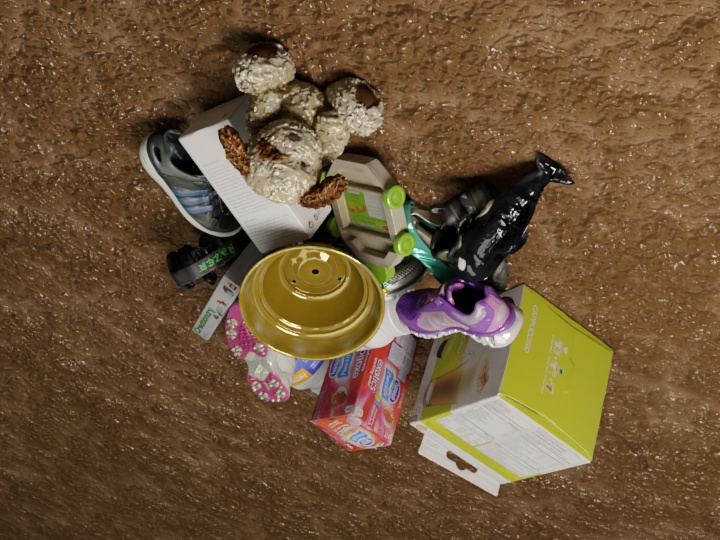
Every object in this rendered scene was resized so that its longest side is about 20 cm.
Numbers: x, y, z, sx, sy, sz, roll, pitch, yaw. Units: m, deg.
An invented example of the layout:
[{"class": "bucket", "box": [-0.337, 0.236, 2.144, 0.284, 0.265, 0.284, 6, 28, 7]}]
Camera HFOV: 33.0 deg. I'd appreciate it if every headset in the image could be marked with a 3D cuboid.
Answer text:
[{"class": "headset", "box": [-0.233, -0.010, 1.869, 0.094, 0.123, 0.200, 60, 166, -13]}]

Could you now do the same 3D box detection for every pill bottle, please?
[{"class": "pill bottle", "box": [-0.110, 0.127, 2.011, 0.200, 0.112, 0.112, 39, 142, -28]}, {"class": "pill bottle", "box": [-0.010, 0.070, 1.878, 0.199, 0.109, 0.109, -12, 137, 38]}]

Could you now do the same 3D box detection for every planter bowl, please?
[{"class": "planter bowl", "box": [-0.064, 0.023, 1.675, 0.199, 0.084, 0.201, 1, 128, 2]}]

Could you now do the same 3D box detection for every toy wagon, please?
[{"class": "toy wagon", "box": [0.013, -0.060, 1.653, 0.155, 0.040, 0.201, 17, 129, 48]}]

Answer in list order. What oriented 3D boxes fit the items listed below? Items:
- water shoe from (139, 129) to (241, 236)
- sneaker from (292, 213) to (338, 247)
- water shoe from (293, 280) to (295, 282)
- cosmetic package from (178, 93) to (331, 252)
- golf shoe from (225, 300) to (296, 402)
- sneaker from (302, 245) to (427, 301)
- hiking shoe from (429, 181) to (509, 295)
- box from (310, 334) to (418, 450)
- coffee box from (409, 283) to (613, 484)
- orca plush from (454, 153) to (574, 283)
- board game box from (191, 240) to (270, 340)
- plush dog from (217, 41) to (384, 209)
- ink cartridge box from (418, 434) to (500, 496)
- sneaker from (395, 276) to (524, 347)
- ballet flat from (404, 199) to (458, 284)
[{"class": "water shoe", "box": [-0.227, -0.120, 1.722, 0.079, 0.072, 0.200, -10, 137, 44]}, {"class": "sneaker", "box": [-0.063, -0.038, 1.782, 0.090, 0.067, 0.200, 0, 141, 31]}, {"class": "water shoe", "box": [-0.128, 0.034, 1.819, 0.079, 0.200, 0.072, -30, 83, 23]}, {"class": "cosmetic package", "box": [-0.140, -0.129, 1.638, 0.101, 0.071, 0.200, -14, 120, 40]}, {"class": "golf shoe", "box": [-0.150, 0.110, 1.876, 0.075, 0.092, 0.201, 3, 132, 24]}, {"class": "sneaker", "box": [0.000, 0.000, 1.750, 0.199, 0.078, 0.091, -16, 141, -2]}, {"class": "hiking shoe", "box": [0.143, -0.033, 1.651, 0.100, 0.076, 0.200, -15, 133, -1]}, {"class": "box", "box": [0.009, 0.175, 1.939, 0.095, 0.201, 0.100, -16, 135, 40]}, {"class": "coffee box", "box": [0.230, 0.174, 1.826, 0.200, 0.200, 0.198, 35, 143, -23]}, {"class": "orca plush", "box": [0.196, -0.047, 1.556, 0.200, 0.071, 0.105, -40, 129, 17]}, {"class": "board game box", "box": [-0.190, 0.017, 1.872, 0.035, 0.126, 0.200, 37, 146, -2]}, {"class": "plush dog", "box": [-0.091, -0.161, 1.514, 0.199, 0.172, 0.161, 23, 148, -8]}, {"class": "ink cartridge box", "box": [0.169, 0.248, 1.965, 0.162, 0.201, 0.050, 31, 146, -18]}, {"class": "sneaker", "box": [0.124, 0.045, 1.661, 0.200, 0.081, 0.088, 6, 150, 42]}, {"class": "ballet flat", "box": [0.112, -0.032, 1.708, 0.070, 0.068, 0.200, -30, 127, 34]}]
